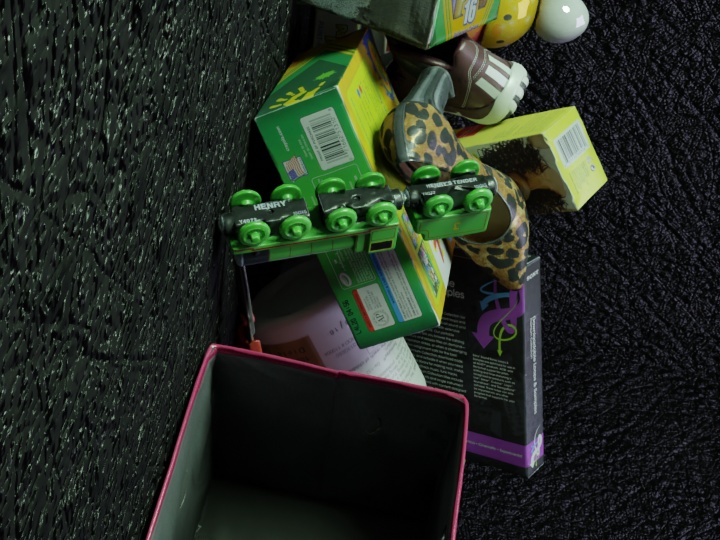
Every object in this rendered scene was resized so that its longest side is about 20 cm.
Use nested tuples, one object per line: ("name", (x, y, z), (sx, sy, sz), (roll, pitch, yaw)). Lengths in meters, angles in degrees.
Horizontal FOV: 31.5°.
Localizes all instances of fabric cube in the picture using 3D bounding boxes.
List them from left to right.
("fabric cube", (-0.041, 0.204, 0.925), (0.200, 0.199, 0.197), (99, 4, -51))

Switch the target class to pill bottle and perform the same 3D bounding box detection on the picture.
("pill bottle", (-0.007, 0.095, 1.109), (0.200, 0.114, 0.114), (62, 20, -21))

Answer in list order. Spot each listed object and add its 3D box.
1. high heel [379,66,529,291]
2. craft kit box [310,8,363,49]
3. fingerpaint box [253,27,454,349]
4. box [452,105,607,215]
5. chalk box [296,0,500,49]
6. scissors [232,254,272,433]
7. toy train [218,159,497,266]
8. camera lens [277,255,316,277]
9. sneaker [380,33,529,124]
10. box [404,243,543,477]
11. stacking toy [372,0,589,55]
("high heel", (0.073, -0.045, 0.975), (0.201, 0.071, 0.143), (64, 25, -19))
("craft kit box", (-0.008, -0.256, 1.198), (0.198, 0.048, 0.200), (103, 2, -48))
("fingerpaint box", (0.002, -0.068, 1.002), (0.167, 0.073, 0.201), (-72, 141, -63))
("box", (0.106, -0.084, 1.078), (0.050, 0.200, 0.075), (-41, 111, -33))
("chalk box", (0.045, -0.289, 0.958), (0.124, 0.124, 0.201), (-33, 141, -53))
("scissors", (-0.080, 0.049, 0.955), (0.073, 0.014, 0.200), (56, -26, 32))
("toy train", (0.000, -0.037, 0.886), (0.057, 0.199, 0.042), (98, -22, -50))
("camera lens", (0.000, 0.000, 1.250), (0.160, 0.159, 0.201), (-68, 170, -73))
("sneaker", (0.041, -0.183, 1.083), (0.115, 0.200, 0.076), (32, 75, -39))
("box", (0.093, 0.073, 1.136), (0.036, 0.143, 0.201), (-29, 123, -47))
("stacking toy", (0.114, -0.254, 1.178), (0.146, 0.199, 0.147), (12, 90, -87))
